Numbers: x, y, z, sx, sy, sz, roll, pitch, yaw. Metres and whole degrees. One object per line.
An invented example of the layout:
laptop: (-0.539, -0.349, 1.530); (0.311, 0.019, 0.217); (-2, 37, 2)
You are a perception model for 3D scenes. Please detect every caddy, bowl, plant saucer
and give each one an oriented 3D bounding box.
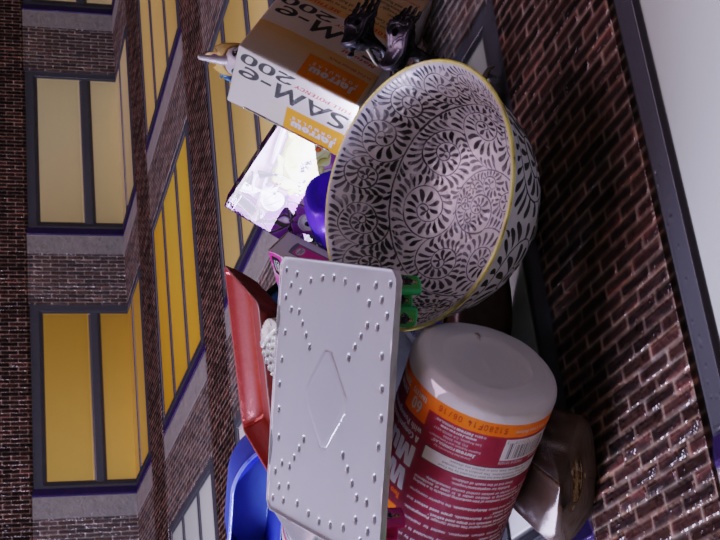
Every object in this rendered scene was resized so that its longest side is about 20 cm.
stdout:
caddy: (-0.088, 0.280, 1.577); (0.105, 0.139, 0.203); (-128, 41, -67)
bowl: (0.071, -0.048, 1.022); (0.199, 0.093, 0.204); (-15, 69, 46)
plant saucer: (-0.105, 0.108, 1.478); (0.200, 0.036, 0.203); (-143, 47, -71)

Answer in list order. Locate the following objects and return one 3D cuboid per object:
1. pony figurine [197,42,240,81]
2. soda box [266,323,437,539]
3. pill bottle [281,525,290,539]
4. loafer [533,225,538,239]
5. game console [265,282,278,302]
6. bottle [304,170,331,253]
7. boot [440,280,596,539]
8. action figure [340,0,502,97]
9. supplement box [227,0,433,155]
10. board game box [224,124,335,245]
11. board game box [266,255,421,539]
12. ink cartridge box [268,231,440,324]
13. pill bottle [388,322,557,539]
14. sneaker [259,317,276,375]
pony figurine: (-0.054, -0.224, 1.459); (0.199, 0.191, 0.169); (20, 113, 51)
soda box: (0.008, 0.135, 1.083); (0.201, 0.063, 0.068); (-58, 47, 19)
pill bottle: (-0.024, 0.254, 1.427); (0.109, 0.107, 0.202); (-108, 25, -45)
loafer: (0.077, -0.054, 1.145); (0.199, 0.069, 0.071); (-2, 88, 53)
game console: (-0.044, -0.017, 1.475); (0.200, 0.115, 0.178); (-129, 34, -63)
bottle: (0.000, 0.000, 1.326); (0.084, 0.064, 0.202); (-97, -9, -54)
boot: (0.126, 0.091, 1.042); (0.200, 0.063, 0.189); (-150, 63, -66)
action figure: (0.065, -0.145, 1.173); (0.118, 0.102, 0.201); (16, 148, 44)
supplement box: (-0.023, -0.214, 1.266); (0.201, 0.125, 0.074); (-60, -6, -40)
board game box: (-0.042, -0.111, 1.381); (0.201, 0.119, 0.032); (-53, 18, 32)
board game box: (-0.016, 0.095, 0.996); (0.199, 0.026, 0.203); (7, 94, 63)
ink cartridge box: (0.002, 0.041, 1.257); (0.199, 0.037, 0.095); (24, 144, 32)
pill bottle: (0.063, 0.148, 0.984); (0.110, 0.108, 0.202); (-117, 38, -55)
sneaker: (-0.018, 0.127, 1.337); (0.070, 0.099, 0.202); (-48, 60, 49)
